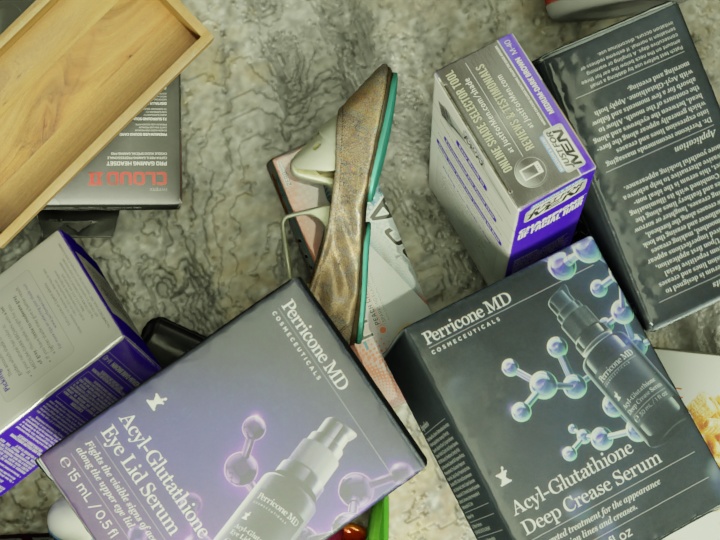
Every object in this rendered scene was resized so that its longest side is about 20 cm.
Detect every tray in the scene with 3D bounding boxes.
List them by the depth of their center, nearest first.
[{"bbox_3d":[-0.203,-0.121,1.054,0.200,0.037,0.099,-45,97,-5],"label":"tray"}]

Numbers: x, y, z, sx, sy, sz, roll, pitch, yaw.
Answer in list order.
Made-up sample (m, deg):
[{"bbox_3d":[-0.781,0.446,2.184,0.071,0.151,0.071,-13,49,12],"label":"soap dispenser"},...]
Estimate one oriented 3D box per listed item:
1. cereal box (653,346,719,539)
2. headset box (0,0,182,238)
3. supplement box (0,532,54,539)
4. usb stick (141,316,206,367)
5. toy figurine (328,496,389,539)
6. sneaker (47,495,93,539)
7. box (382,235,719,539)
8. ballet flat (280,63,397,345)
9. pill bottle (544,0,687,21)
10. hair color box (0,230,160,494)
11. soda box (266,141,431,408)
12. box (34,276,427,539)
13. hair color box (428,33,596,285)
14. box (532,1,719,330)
[{"bbox_3d":[0.243,0.132,1.196,0.199,0.040,0.145,5,90,-8],"label":"cereal box"},{"bbox_3d":[-0.200,-0.123,1.111,0.148,0.077,0.201,0,89,-8],"label":"headset box"},{"bbox_3d":[-0.242,0.290,1.075,0.103,0.131,0.201,1,92,-21],"label":"supplement box"},{"bbox_3d":[-0.075,0.095,1.153,0.199,0.033,0.056,25,91,-8],"label":"usb stick"},{"bbox_3d":[-0.076,0.247,1.128,0.183,0.150,0.201,3,115,5],"label":"toy figurine"},{"bbox_3d":[-0.121,0.142,1.088,0.199,0.072,0.073,-14,119,-5],"label":"sneaker"},{"bbox_3d":[0.129,0.104,1.067,0.148,0.107,0.201,-26,81,-12],"label":"box"},{"bbox_3d":[-0.019,-0.046,1.081,0.067,0.068,0.201,8,88,0],"label":"ballet flat"},{"bbox_3d":[0.177,-0.289,1.146,0.112,0.112,0.201,-8,91,-8],"label":"pill bottle"},{"bbox_3d":[-0.248,0.080,1.074,0.200,0.065,0.109,-36,56,-1],"label":"hair color box"},{"bbox_3d":[0.000,0.000,1.148,0.068,0.064,0.201,-23,95,-7],"label":"soda box"},{"bbox_3d":[-0.079,0.118,1.006,0.200,0.104,0.148,-36,89,-3],"label":"box"},{"bbox_3d":[0.099,-0.065,1.080,0.065,0.200,0.110,-28,74,-6],"label":"hair color box"},{"bbox_3d":[0.193,-0.071,1.124,0.107,0.148,0.201,-23,94,-7],"label":"box"}]
